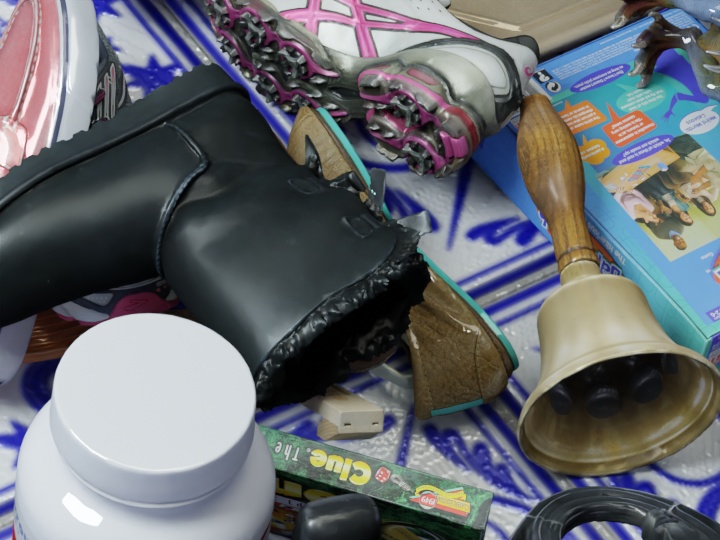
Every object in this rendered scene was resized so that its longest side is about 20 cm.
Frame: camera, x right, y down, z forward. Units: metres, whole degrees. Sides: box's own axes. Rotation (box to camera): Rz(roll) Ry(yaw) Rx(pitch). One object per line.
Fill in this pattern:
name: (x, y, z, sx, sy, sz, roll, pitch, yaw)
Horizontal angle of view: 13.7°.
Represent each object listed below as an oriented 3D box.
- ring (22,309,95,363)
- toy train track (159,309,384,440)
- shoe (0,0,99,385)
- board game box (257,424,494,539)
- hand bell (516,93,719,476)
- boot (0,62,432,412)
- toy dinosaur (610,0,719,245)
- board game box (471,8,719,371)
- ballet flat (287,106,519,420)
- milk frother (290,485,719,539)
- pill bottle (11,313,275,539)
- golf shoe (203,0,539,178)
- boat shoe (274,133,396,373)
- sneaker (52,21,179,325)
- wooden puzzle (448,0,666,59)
ring: (-0.186, -0.027, 1.536, 0.199, 0.019, 0.201, 5, 48, -5)
toy train track: (-0.047, 0.056, 1.426, 0.114, 0.033, 0.200, -1, 12, -28)
shoe: (-0.190, -0.050, 1.428, 0.091, 0.071, 0.201, 15, 86, -28)
board game box: (-0.038, 0.099, 1.392, 0.199, 0.105, 0.024, 16, 66, 6)
hand bell: (0.107, -0.009, 1.501, 0.104, 0.104, 0.201, -4, 54, -13)
boot: (-0.079, 0.003, 1.364, 0.198, 0.073, 0.162, -34, 60, -20)
toy dinosaur: (0.218, -0.114, 1.531, 0.181, 0.105, 0.200, 16, 52, 26)
board game box: (0.173, -0.043, 1.591, 0.152, 0.045, 0.200, -24, 56, -28)
ballet flat: (0.000, 0.000, 1.523, 0.072, 0.068, 0.200, -33, 63, -9)
milk frother: (0.055, 0.195, 1.268, 0.199, 0.188, 0.181, 5, 49, -5)
pill bottle: (-0.096, 0.115, 1.304, 0.112, 0.200, 0.113, 5, 48, -5)
golf shoe: (0.004, -0.119, 1.594, 0.200, 0.073, 0.092, 28, 58, 32)
boat shoe: (-0.036, -0.006, 1.470, 0.074, 0.075, 0.202, -19, 44, -18)
sneaker: (-0.143, -0.055, 1.505, 0.080, 0.075, 0.200, -11, 52, -18)
wooden puzzle: (0.064, -0.177, 1.698, 0.185, 0.037, 0.200, -23, 50, -24)
